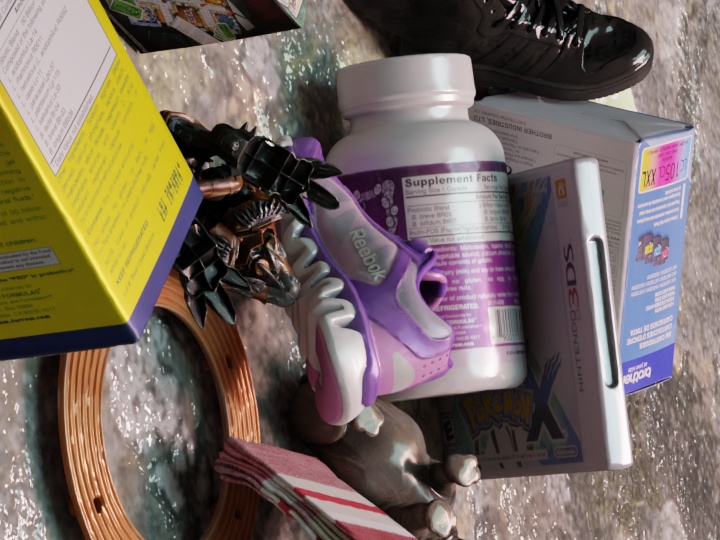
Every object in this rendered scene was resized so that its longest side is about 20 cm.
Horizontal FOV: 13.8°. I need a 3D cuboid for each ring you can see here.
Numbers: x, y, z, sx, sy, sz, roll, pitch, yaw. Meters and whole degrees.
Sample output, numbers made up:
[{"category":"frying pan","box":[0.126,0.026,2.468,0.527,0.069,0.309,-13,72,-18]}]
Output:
[{"category":"ring","box":[-0.108,0.084,1.568,0.200,0.019,0.202,25,61,-58]}]

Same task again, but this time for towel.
[{"category":"towel","box":[0.020,0.161,1.605,0.023,0.200,0.144,-54,159,5]}]

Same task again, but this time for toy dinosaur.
[{"category":"toy dinosaur","box":[-0.094,-0.039,1.541,0.199,0.136,0.103,22,96,-37]}]

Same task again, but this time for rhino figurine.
[{"category":"rhino figurine","box":[0.030,0.131,1.717,0.060,0.087,0.201,-41,104,-30]}]

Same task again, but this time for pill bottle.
[{"category":"pill bottle","box":[0.036,-0.025,1.777,0.112,0.112,0.202,0,83,-63]}]

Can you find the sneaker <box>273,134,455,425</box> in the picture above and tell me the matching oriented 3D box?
[{"category":"sneaker","box":[0.000,0.000,1.659,0.081,0.088,0.201,89,-14,-45]}]

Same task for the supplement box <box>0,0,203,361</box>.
[{"category":"supplement box","box":[-0.172,-0.068,1.382,0.201,0.109,0.109,63,32,-34]}]

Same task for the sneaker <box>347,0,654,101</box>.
[{"category":"sneaker","box":[0.086,-0.164,1.859,0.105,0.198,0.060,88,8,-53]}]

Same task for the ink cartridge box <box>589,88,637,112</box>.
[{"category":"ink cartridge box","box":[0.156,-0.049,2.003,0.145,0.048,0.201,-149,-141,-69]}]

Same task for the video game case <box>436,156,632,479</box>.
[{"category":"video game case","box":[0.096,0.034,1.813,0.022,0.200,0.184,-5,87,-27]}]

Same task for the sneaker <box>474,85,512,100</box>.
[{"category":"sneaker","box":[0.088,-0.153,1.938,0.077,0.081,0.202,-3,84,-56]}]

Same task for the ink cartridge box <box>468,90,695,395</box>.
[{"category":"ink cartridge box","box":[0.131,-0.003,1.887,0.076,0.136,0.201,-13,113,-49]}]

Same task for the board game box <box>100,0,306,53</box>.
[{"category":"board game box","box":[-0.118,-0.176,1.522,0.200,0.104,0.024,46,48,-50]}]
